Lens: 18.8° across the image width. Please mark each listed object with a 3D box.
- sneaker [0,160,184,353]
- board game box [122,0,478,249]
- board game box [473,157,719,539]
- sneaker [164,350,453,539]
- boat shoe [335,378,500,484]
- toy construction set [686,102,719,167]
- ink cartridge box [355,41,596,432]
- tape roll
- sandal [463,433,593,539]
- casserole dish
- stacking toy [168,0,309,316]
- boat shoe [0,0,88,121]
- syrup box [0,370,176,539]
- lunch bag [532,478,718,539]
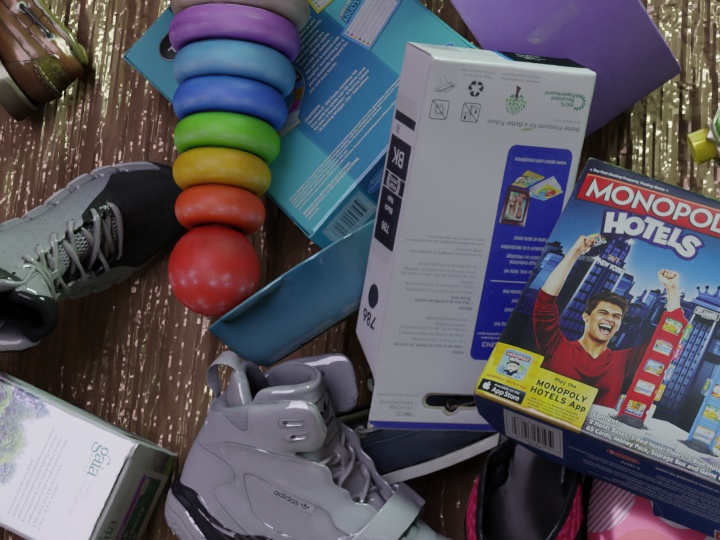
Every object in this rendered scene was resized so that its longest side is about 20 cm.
[{"bbox_3d":[-0.179,0.003,1.307,0.199,0.076,0.115,-23,26,-14],"label":"sneaker"},{"bbox_3d":[-0.033,-0.126,1.356,0.151,0.047,0.200,-47,58,2],"label":"board game box"},{"bbox_3d":[0.187,0.028,1.089,0.199,0.062,0.201,20,62,19],"label":"board game box"},{"bbox_3d":[-0.006,0.117,1.163,0.198,0.075,0.116,19,117,13],"label":"sneaker"},{"bbox_3d":[0.030,0.081,1.226,0.199,0.075,0.062,-25,93,22],"label":"boat shoe"},{"bbox_3d":[0.188,-0.017,1.185,0.200,0.092,0.131,-44,83,12],"label":"toy construction set"},{"bbox_3d":[0.056,-0.015,1.141,0.039,0.099,0.202,-143,60,-61],"label":"ink cartridge box"},{"bbox_3d":[0.092,-0.171,1.228,0.085,0.200,0.201,-34,60,9],"label":"tape roll"},{"bbox_3d":[0.085,0.121,1.111,0.075,0.045,0.202,7,79,23],"label":"sandal"},{"bbox_3d":[0.000,0.000,1.224,0.121,0.200,0.039,-35,87,41],"label":"casserole dish"},{"bbox_3d":[-0.081,-0.072,1.291,0.085,0.085,0.202,0,76,24],"label":"stacking toy"},{"bbox_3d":[-0.243,-0.195,1.473,0.068,0.072,0.201,-32,69,5],"label":"boat shoe"},{"bbox_3d":[-0.219,0.103,1.305,0.199,0.081,0.079,23,86,16],"label":"syrup box"},{"bbox_3d":[0.178,0.152,1.127,0.198,0.082,0.178,-3,69,23],"label":"lunch bag"}]
